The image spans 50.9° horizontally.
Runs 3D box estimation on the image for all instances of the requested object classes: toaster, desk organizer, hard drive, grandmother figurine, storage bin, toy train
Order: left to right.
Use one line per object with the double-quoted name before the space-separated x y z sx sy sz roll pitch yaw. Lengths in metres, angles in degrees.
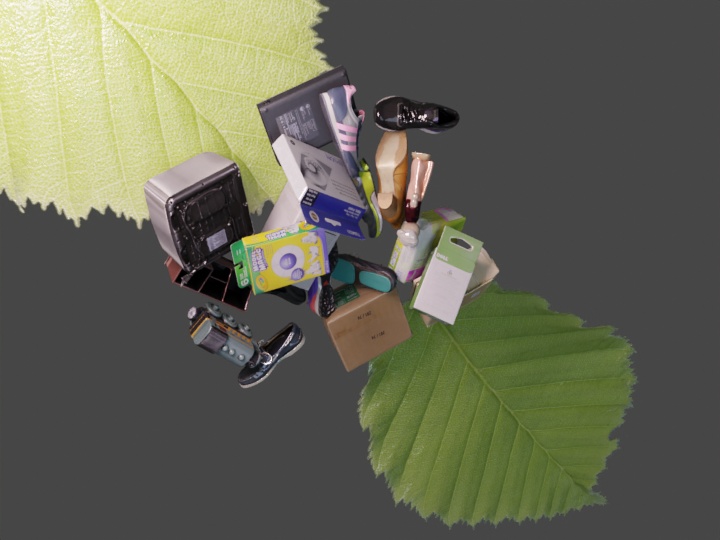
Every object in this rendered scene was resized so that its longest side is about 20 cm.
"toaster" -0.325 -0.111 1.514 0.198 0.118 0.184 -33 133 -28
"desk organizer" -0.320 0.013 1.651 0.197 0.077 0.072 27 108 -38
"toy train" -0.310 0.154 1.729 0.085 0.115 0.199 -44 130 8
"hard drive" -0.103 -0.318 1.566 0.196 0.033 0.142 -26 130 -9
"grandmother figurine" 0.119 -0.152 1.658 0.059 0.121 0.206 9 94 10
"storage bin" 0.230 0.039 1.877 0.195 0.095 0.200 -29 167 -7

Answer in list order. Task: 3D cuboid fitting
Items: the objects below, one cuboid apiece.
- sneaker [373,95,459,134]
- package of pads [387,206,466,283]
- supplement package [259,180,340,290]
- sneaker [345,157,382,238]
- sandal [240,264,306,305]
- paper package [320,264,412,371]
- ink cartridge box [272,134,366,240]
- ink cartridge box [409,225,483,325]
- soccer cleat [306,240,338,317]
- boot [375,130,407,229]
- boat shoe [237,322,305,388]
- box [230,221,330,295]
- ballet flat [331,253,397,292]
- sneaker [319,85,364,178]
"sneaker" 0.124 -0.338 1.622 0.195 0.087 0.078 -3 96 -30
"package of pads" 0.161 -0.066 1.810 0.198 0.068 0.158 -18 134 -48
"supplement package" -0.131 -0.085 1.653 0.118 0.122 0.203 18 113 -34
"sneaker" 0.000 -0.158 1.716 0.079 0.075 0.204 -16 126 1
"sandal" -0.191 0.020 1.724 0.048 0.077 0.198 -34 144 29
"paper package" 0.010 0.118 1.878 0.196 0.104 0.194 -27 129 -7
"ink cartridge box" -0.072 -0.168 1.539 0.040 0.203 0.197 -38 151 26
"ink cartridge box" 0.198 0.013 1.741 0.101 0.059 0.205 22 84 -4
"soccer cleat" -0.096 0.005 1.756 0.067 0.072 0.206 -17 120 -40
"boot" 0.077 -0.207 1.711 0.144 0.069 0.207 43 54 -72
"boat shoe" -0.223 0.204 1.834 0.198 0.075 0.062 -36 133 -2
"box" -0.165 -0.027 1.568 0.195 0.049 0.120 -16 126 -12
"ballet flat" 0.000 0.000 1.778 0.073 0.195 0.075 16 91 -70
"sneaker" -0.020 -0.286 1.563 0.080 0.071 0.203 -25 132 -6
